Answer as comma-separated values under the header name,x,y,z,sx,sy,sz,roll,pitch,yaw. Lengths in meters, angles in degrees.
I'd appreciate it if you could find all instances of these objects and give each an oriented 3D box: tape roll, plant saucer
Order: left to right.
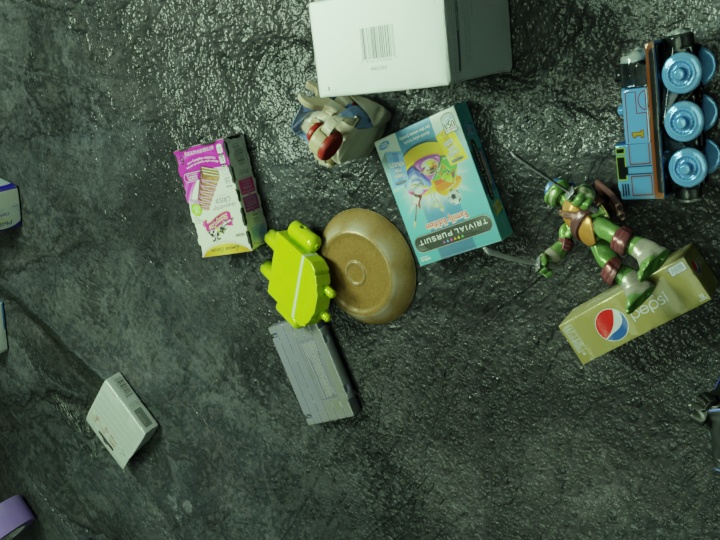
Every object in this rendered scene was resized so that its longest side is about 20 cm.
name,x,y,z,sx,sy,sz,roll,pitch,yaw
tape roll,-1.047,0.744,2.193,0.086,0.199,0.200,51,128,7
plant saucer,0.000,0.000,1.275,0.196,0.035,0.205,14,114,31

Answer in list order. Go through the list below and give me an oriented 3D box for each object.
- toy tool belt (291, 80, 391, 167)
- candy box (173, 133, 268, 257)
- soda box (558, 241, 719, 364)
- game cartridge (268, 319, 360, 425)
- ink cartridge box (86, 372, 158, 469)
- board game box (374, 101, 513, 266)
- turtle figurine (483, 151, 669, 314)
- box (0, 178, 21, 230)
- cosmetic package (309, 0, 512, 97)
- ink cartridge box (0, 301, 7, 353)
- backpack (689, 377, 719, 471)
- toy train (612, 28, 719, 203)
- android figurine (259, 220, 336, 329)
name,x,y,z,sx,sy,sz,roll,pitch,yaw
toy tool belt,-0.049,-0.222,1.123,0.122,0.199,0.126,41,117,12
candy box,-0.251,-0.133,1.386,0.134,0.061,0.205,-6,104,36
soda box,0.366,0.046,1.012,0.199,0.067,0.065,-37,86,38
game cartridge,-0.083,0.180,1.404,0.128,0.038,0.204,-19,96,34
ink cartridge box,-0.570,0.361,1.815,0.161,0.047,0.201,49,133,10
board game box,0.122,-0.125,1.134,0.149,0.047,0.204,-17,97,38
turtle figurine,0.268,-0.033,0.951,0.194,0.197,0.146,45,120,32
box,-0.933,-0.161,1.781,0.197,0.183,0.107,22,118,26
cosmetic package,0.071,-0.307,1.004,0.195,0.199,0.126,3,107,33
ink cartridge box,-1.039,0.128,2.026,0.197,0.085,0.150,21,118,29
backpack,0.503,0.169,0.879,0.180,0.199,0.150,-11,102,39
toy train,0.365,-0.181,0.919,0.112,0.086,0.205,2,109,40
android figurine,-0.108,0.013,1.320,0.199,0.040,0.186,37,126,41
